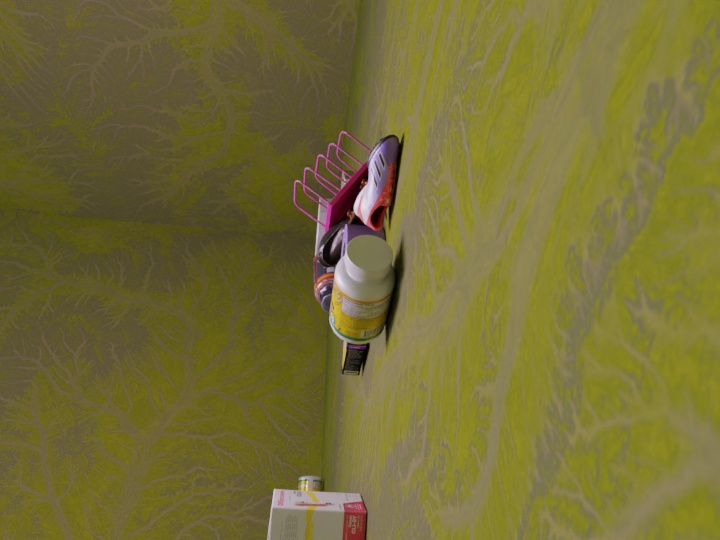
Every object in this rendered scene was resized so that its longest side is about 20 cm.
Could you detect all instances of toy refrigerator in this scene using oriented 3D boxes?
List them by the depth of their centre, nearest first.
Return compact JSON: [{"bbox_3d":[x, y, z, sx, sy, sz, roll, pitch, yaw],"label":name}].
[{"bbox_3d":[-0.015,-0.252,1.787,0.200,0.075,0.071,-101,17,-74],"label":"toy refrigerator"}]

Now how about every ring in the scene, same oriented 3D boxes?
[{"bbox_3d":[0.010,-0.194,1.386,0.200,0.019,0.202,-155,89,-88],"label":"ring"}]

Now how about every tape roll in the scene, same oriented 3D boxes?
[{"bbox_3d":[0.000,0.000,1.351,0.200,0.084,0.202,-176,90,-84],"label":"tape roll"},{"bbox_3d":[-0.067,-0.119,1.895,0.203,0.137,0.205,-175,90,-84],"label":"tape roll"}]

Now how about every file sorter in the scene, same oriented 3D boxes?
[{"bbox_3d":[-0.064,-0.229,1.541,0.200,0.125,0.139,-50,-9,-23],"label":"file sorter"}]

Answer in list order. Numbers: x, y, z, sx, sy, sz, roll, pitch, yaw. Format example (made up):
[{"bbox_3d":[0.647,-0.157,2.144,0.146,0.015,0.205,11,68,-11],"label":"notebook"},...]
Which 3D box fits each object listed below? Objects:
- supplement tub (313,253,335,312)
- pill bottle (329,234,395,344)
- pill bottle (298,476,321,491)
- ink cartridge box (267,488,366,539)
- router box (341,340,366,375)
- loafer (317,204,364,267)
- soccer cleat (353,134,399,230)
[{"bbox_3d":[-0.080,0.031,1.719,0.201,0.106,0.108,-97,12,-53],"label":"supplement tub"},{"bbox_3d":[0.004,0.035,1.116,0.201,0.111,0.114,100,172,-49],"label":"pill bottle"},{"bbox_3d":[-0.239,1.075,2.844,0.113,0.111,0.202,104,169,-60],"label":"pill bottle"},{"bbox_3d":[-0.094,0.527,1.292,0.145,0.198,0.084,140,134,-82],"label":"ink cartridge box"},{"bbox_3d":[-0.013,0.140,1.538,0.150,0.050,0.202,101,173,-53],"label":"router box"},{"bbox_3d":[-0.034,-0.091,1.512,0.201,0.073,0.071,-54,24,4],"label":"loafer"},{"bbox_3d":[0.044,-0.170,1.197,0.073,0.068,0.201,52,138,31],"label":"soccer cleat"}]
